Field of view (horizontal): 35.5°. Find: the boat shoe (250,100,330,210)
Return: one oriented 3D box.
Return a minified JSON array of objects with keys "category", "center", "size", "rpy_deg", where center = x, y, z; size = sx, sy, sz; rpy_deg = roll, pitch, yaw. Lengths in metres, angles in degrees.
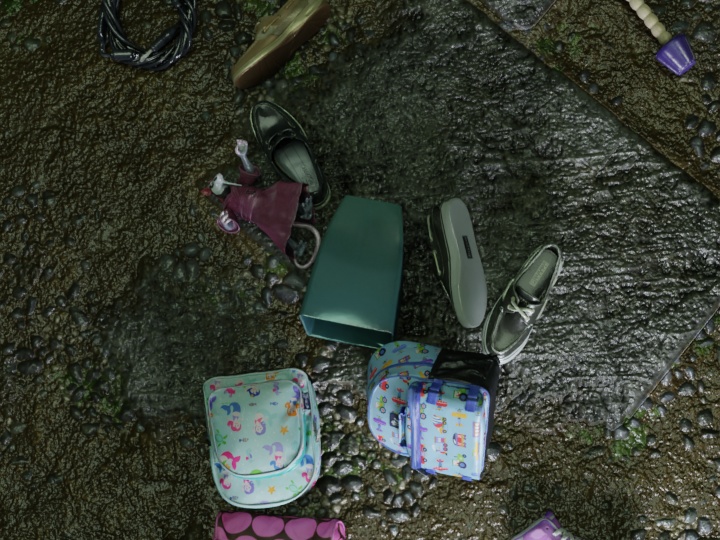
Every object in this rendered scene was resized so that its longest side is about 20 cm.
[{"category":"boat shoe","center":[-0.114,-0.188,1.767],"size":[0.074,0.066,0.201],"rpy_deg":[-27,81,0]}]

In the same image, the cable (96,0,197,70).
[{"category":"cable","center":[-0.344,-0.430,1.827],"size":[0.161,0.051,0.203],"rpy_deg":[6,82,5]}]

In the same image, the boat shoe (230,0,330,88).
[{"category":"boat shoe","center":[-0.138,-0.372,1.799],"size":[0.200,0.071,0.065],"rpy_deg":[-43,75,-11]}]

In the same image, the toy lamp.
[{"category":"toy lamp","center":[0.452,-0.395,1.764],"size":[0.058,0.058,0.201],"rpy_deg":[-34,78,-1]}]

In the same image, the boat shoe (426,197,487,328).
[{"category":"boat shoe","center":[0.145,-0.007,1.728],"size":[0.063,0.070,0.203],"rpy_deg":[-20,72,42]}]

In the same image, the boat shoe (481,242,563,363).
[{"category":"boat shoe","center":[0.243,0.047,1.702],"size":[0.070,0.064,0.202],"rpy_deg":[28,85,8]}]

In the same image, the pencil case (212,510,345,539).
[{"category":"pencil case","center":[-0.121,0.406,1.669],"size":[0.197,0.094,0.092],"rpy_deg":[1,82,3]}]

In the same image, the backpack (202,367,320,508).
[{"category":"backpack","center":[-0.144,0.251,1.672],"size":[0.175,0.151,0.203],"rpy_deg":[-6,86,2]}]

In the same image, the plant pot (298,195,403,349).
[{"category":"plant pot","center":[0.000,0.000,1.701],"size":[0.139,0.141,0.203],"rpy_deg":[10,75,5]}]

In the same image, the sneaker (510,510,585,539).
[{"category":"sneaker","center":[0.317,0.406,1.651],"size":[0.197,0.073,0.116],"rpy_deg":[-11,78,2]}]

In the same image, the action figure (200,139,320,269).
[{"category":"action figure","center":[-0.157,-0.107,1.755],"size":[0.198,0.149,0.135],"rpy_deg":[21,78,26]}]

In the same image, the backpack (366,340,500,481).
[{"category":"backpack","center":[0.095,0.201,1.642],"size":[0.197,0.135,0.185],"rpy_deg":[11,122,12]}]
